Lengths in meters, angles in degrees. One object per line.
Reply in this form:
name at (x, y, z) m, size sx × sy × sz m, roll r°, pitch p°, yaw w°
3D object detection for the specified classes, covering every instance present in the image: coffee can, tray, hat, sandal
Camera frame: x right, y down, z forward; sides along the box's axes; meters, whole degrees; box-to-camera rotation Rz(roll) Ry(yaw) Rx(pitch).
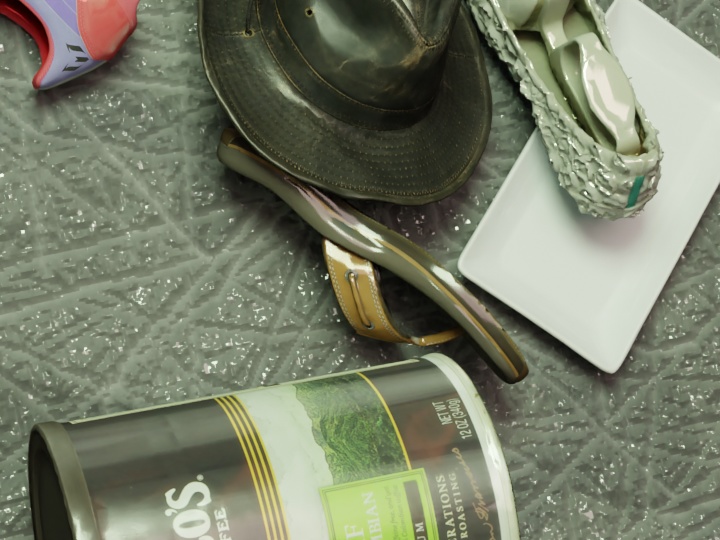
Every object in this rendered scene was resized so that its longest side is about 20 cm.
coffee can at (-0.044, 0.126, 0.854) m, size 0.199 × 0.146 × 0.147 m, roll -10°, pitch 80°, yaw -18°
tray at (0.140, -0.050, 1.015) m, size 0.107 × 0.022 × 0.200 m, roll 34°, pitch 70°, yaw -5°
hat at (0.009, -0.135, 0.934) m, size 0.200 × 0.081 × 0.201 m, roll 19°, pitch 52°, yaw -26°
sandal at (0.000, 0.000, 0.936) m, size 0.200 × 0.082 × 0.055 m, roll 37°, pitch 90°, yaw -2°

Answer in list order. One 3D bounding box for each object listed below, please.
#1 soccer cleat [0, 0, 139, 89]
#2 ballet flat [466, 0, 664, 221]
soccer cleat at (-0.194, -0.186, 0.931) m, size 0.076 × 0.067 × 0.200 m, roll -40°, pitch 93°, yaw -16°
ballet flat at (0.113, -0.123, 0.982) m, size 0.072 × 0.072 × 0.200 m, roll -19°, pitch 71°, yaw -19°
